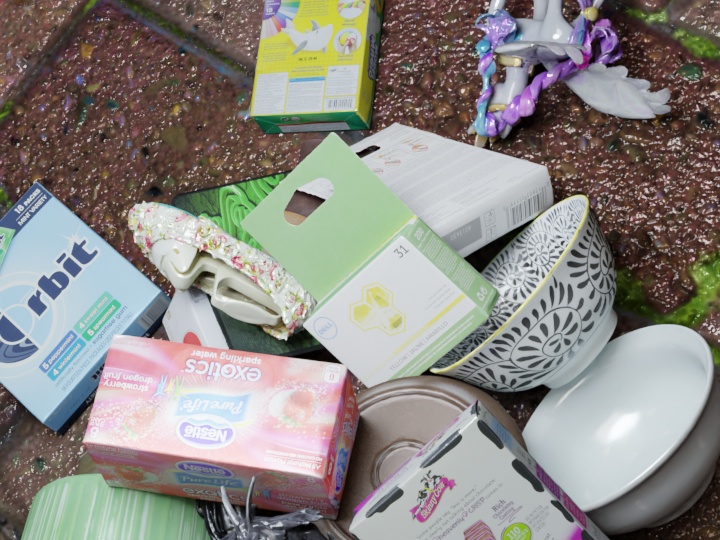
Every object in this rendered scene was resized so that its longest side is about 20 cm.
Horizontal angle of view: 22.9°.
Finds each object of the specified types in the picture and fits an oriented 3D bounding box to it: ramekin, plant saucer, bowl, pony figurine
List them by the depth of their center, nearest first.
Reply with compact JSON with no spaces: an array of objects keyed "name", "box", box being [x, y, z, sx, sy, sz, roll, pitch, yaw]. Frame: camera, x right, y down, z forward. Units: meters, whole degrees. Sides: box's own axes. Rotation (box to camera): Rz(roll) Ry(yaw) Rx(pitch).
[{"name":"plant saucer","box":[0.040,0.171,1.457,0.200,0.032,0.201,-7,59,11]},{"name":"bowl","box":[0.230,0.148,1.468,0.201,0.090,0.201,-37,23,18]},{"name":"ramekin","box":[-0.203,0.252,1.534,0.200,0.200,0.098,-3,60,17]},{"name":"bowl","box":[0.158,0.040,1.535,0.094,0.201,0.201,42,84,-9]},{"name":"pony figurine","box":[0.181,-0.210,1.643,0.193,0.166,0.200,-3,66,52]}]

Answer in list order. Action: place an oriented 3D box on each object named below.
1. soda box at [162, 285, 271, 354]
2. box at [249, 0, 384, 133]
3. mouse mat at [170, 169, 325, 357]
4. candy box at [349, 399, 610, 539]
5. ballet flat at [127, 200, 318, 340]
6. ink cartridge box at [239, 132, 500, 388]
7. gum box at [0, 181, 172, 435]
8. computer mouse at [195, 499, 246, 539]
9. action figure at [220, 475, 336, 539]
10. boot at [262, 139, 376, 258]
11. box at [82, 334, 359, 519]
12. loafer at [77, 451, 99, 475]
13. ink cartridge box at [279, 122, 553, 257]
[{"name":"soda box","box":[-0.115,0.103,1.626,0.064,0.068,0.200,-6,57,-30]},{"name":"box","box":[-0.040,-0.237,1.770,0.117,0.048,0.200,0,70,19]},{"name":"mouse mat","box":[-0.074,-0.008,1.663,0.161,0.008,0.200,-14,59,-20]},{"name":"candy box","box":[0.108,0.219,1.368,0.136,0.061,0.200,-42,95,9]},{"name":"ballet flat","box":[-0.129,0.001,1.594,0.200,0.076,0.064,25,47,8]},{"name":"ink cartridge box","box":[0.000,0.000,1.520,0.200,0.048,0.146,43,126,-8]},{"name":"gum box","box":[-0.306,0.034,1.744,0.200,0.045,0.170,39,84,29]},{"name":"computer mouse","box":[-0.049,0.162,1.531,0.053,0.200,0.139,-38,61,50]},{"name":"action figure","box":[-0.052,0.261,1.391,0.119,0.200,0.102,-25,21,30]},{"name":"boot","box":[0.015,-0.048,1.650,0.200,0.072,0.167,12,52,11]},{"name":"box","box":[-0.110,0.127,1.437,0.200,0.095,0.103,8,63,11]},{"name":"loafer","box":[-0.187,0.147,1.613,0.200,0.076,0.068,-33,53,34]},{"name":"ink cartridge box","box":[0.050,-0.069,1.626,0.161,0.050,0.200,-29,32,-35]}]
